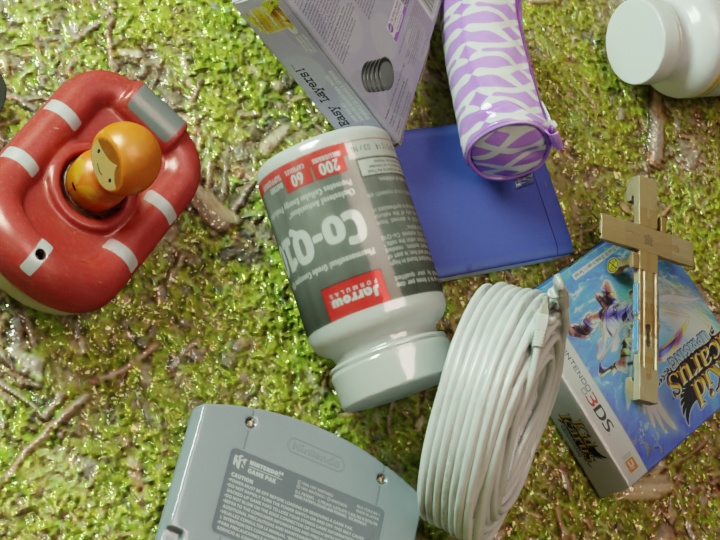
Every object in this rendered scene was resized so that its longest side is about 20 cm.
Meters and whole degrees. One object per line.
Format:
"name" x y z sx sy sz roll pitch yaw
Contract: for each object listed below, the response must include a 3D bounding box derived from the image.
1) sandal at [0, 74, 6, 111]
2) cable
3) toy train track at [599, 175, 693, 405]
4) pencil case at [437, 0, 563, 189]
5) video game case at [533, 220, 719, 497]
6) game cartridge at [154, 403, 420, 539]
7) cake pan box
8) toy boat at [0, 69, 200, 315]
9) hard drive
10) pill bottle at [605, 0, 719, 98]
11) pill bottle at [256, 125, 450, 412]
"sandal" -0.304 -0.077 1.095 0.075 0.045 0.201 29 59 -21
"cable" 0.100 0.109 1.185 0.069 0.200 0.201 18 74 15
"toy train track" 0.240 0.018 1.350 0.114 0.032 0.202 15 69 -33
"pencil case" 0.117 -0.175 1.344 0.084 0.085 0.201 44 31 -53
"video game case" 0.235 0.070 1.370 0.199 0.045 0.182 -32 90 -36
"game cartridge" -0.049 0.182 1.159 0.199 0.040 0.134 26 63 -21
"cake pan box" -0.010 -0.229 1.271 0.184 0.052 0.201 49 44 -39
"toy boat" -0.186 -0.064 1.109 0.130 0.131 0.201 42 55 -13
"hard drive" 0.085 -0.061 1.340 0.199 0.025 0.133 -10 77 -34
"pill bottle" 0.338 -0.225 1.507 0.199 0.112 0.113 -7 75 -33
"pill bottle" 0.000 0.000 1.210 0.113 0.114 0.201 -12 78 -34
